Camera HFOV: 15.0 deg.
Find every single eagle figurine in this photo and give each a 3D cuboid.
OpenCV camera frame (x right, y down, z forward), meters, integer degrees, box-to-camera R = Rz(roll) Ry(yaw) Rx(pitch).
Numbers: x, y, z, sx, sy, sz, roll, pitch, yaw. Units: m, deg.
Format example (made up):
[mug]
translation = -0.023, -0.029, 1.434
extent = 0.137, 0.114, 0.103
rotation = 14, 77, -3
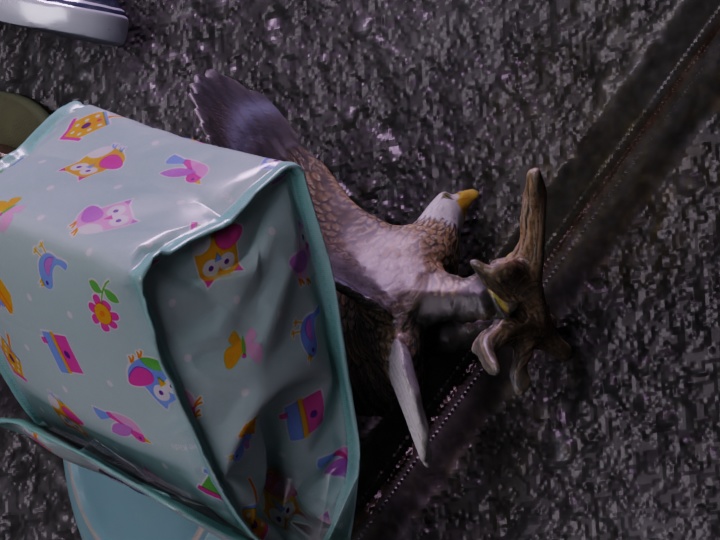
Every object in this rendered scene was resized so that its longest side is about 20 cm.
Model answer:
[eagle figurine]
translation = 0.004, -0.002, 1.316
extent = 0.199, 0.151, 0.152
rotation = 15, 101, 25

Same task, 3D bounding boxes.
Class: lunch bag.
[lunch bag]
translation = -0.090, 0.041, 1.258
extent = 0.170, 0.122, 0.201
rotation = 19, 135, 44

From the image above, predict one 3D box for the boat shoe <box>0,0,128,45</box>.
[boat shoe]
translation = -0.198, -0.187, 1.514
extent = 0.200, 0.071, 0.091
rotation = 21, 98, 37

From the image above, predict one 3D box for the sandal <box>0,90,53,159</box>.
[sandal]
translation = -0.191, -0.036, 1.475
extent = 0.080, 0.057, 0.201
rotation = -50, 40, 17

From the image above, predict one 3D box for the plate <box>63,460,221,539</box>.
[plate]
translation = -0.104, 0.086, 1.393
extent = 0.200, 0.025, 0.201
rotation = 0, 90, 50
